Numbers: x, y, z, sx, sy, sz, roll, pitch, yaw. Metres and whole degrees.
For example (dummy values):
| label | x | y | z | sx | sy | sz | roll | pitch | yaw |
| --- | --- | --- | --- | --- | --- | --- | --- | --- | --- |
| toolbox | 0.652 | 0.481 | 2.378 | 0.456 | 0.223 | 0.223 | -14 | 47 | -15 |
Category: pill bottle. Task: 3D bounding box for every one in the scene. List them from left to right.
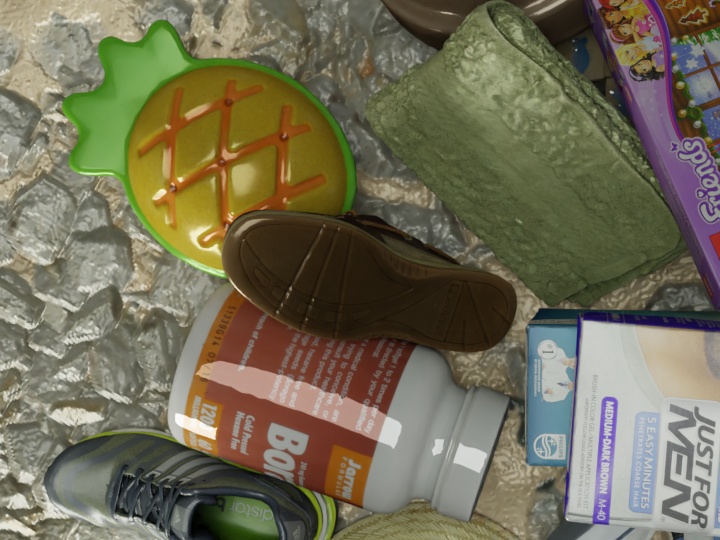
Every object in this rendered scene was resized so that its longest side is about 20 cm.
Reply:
| label | x | y | z | sx | sy | sz | roll | pitch | yaw |
| --- | --- | --- | --- | --- | --- | --- | --- | --- | --- |
| pill bottle | -0.012 | 0.088 | 0.930 | 0.200 | 0.112 | 0.112 | 18 | 94 | 9 |

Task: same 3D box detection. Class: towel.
| label | x | y | z | sx | sy | sz | roll | pitch | yaw |
| --- | --- | --- | --- | --- | --- | --- | --- | --- | --- |
| towel | 0.108 | -0.063 | 0.887 | 0.200 | 0.037 | 0.148 | 42 | 141 | -12 |

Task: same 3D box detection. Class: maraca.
| label | x | y | z | sx | sy | sz | roll | pitch | yaw |
| --- | --- | --- | --- | --- | --- | --- | --- | --- | --- |
| maraca | -0.097 | -0.076 | 0.943 | 0.200 | 0.107 | 0.137 | 32 | 88 | 5 |

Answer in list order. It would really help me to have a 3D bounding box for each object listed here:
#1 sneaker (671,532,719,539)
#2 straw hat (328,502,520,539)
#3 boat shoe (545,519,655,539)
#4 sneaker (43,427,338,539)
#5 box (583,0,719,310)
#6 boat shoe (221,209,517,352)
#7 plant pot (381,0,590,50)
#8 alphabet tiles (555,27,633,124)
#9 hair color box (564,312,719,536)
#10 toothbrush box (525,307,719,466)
| label | x | y | z | sx | sy | sz | roll | pitch | yaw |
| --- | --- | --- | --- | --- | --- | --- | --- | --- | --- |
| sneaker | 0.264 | 0.232 | 0.904 | 0.077 | 0.076 | 0.200 | -24 | 88 | 14 |
| straw hat | 0.032 | 0.253 | 0.940 | 0.201 | 0.085 | 0.201 | 0 | 91 | 10 |
| boat shoe | 0.136 | 0.201 | 0.907 | 0.200 | 0.074 | 0.065 | -41 | 91 | -16 |
| sneaker | -0.118 | 0.150 | 0.965 | 0.200 | 0.081 | 0.074 | 6 | 92 | 12 |
| box | 0.223 | -0.093 | 0.808 | 0.137 | 0.039 | 0.200 | -21 | 71 | 2 |
| boat shoe | 0.000 | 0.000 | 0.907 | 0.200 | 0.072 | 0.072 | 11 | 108 | -27 |
| plant pot | 0.065 | -0.249 | 0.850 | 0.200 | 0.175 | 0.200 | -8 | 70 | 22 |
| alphabet tiles | 0.167 | -0.153 | 0.902 | 0.167 | 0.008 | 0.200 | -4 | 82 | 36 |
| hair color box | 0.211 | 0.084 | 0.770 | 0.200 | 0.065 | 0.109 | 4 | 93 | 8 |
| toothbrush box | 0.202 | 0.068 | 0.876 | 0.200 | 0.146 | 0.085 | 0 | 92 | 9 |
